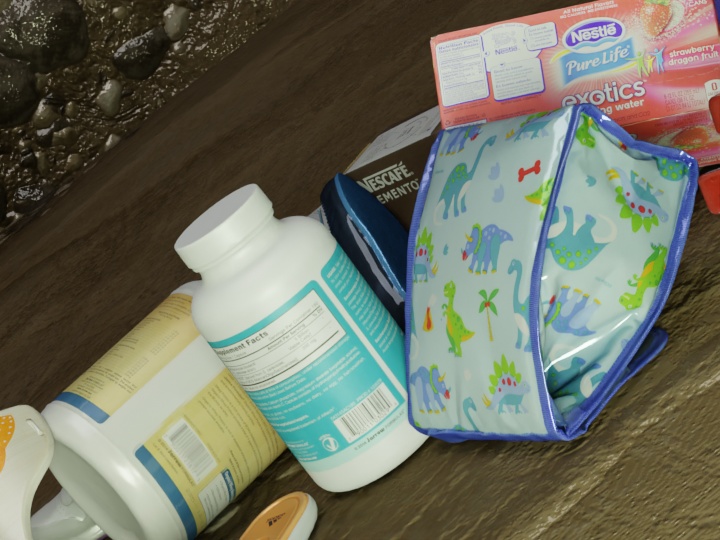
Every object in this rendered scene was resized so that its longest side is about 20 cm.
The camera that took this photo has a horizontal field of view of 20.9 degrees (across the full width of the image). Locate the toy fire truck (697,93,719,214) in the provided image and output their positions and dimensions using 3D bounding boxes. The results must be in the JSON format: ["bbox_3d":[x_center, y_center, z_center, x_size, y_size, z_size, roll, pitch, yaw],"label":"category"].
[{"bbox_3d":[0.304,-0.078,1.119,0.199,0.113,0.167,-21,-3,44],"label":"toy fire truck"}]

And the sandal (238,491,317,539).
[{"bbox_3d":[-0.093,0.194,1.245,0.079,0.059,0.207,-28,17,31],"label":"sandal"}]

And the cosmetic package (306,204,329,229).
[{"bbox_3d":[-0.074,0.033,1.668,0.200,0.071,0.101,-39,15,-10],"label":"cosmetic package"}]

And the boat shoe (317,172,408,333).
[{"bbox_3d":[0.000,0.000,1.486,0.069,0.084,0.200,-49,33,19],"label":"boat shoe"}]

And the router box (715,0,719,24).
[{"bbox_3d":[0.343,-0.241,1.463,0.199,0.049,0.179,-32,-8,16],"label":"router box"}]

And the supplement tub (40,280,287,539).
[{"bbox_3d":[-0.124,0.100,1.437,0.200,0.145,0.144,-43,16,-23],"label":"supplement tub"}]

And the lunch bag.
[{"bbox_3d":[0.108,0.012,1.228,0.170,0.127,0.201,-8,61,62],"label":"lunch bag"}]

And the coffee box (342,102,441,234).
[{"bbox_3d":[0.097,-0.081,1.540,0.199,0.115,0.080,-20,22,45],"label":"coffee box"}]

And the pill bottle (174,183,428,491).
[{"bbox_3d":[-0.038,0.042,1.308,0.111,0.200,0.111,-33,15,10],"label":"pill bottle"}]

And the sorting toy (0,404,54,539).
[{"bbox_3d":[-0.254,0.225,1.331,0.106,0.201,0.180,-2,27,-29],"label":"sorting toy"}]

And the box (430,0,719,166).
[{"bbox_3d":[0.157,-0.121,1.365,0.199,0.103,0.095,-12,-23,10],"label":"box"}]

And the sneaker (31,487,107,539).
[{"bbox_3d":[-0.197,0.145,1.556,0.200,0.100,0.075,-37,17,6],"label":"sneaker"}]
